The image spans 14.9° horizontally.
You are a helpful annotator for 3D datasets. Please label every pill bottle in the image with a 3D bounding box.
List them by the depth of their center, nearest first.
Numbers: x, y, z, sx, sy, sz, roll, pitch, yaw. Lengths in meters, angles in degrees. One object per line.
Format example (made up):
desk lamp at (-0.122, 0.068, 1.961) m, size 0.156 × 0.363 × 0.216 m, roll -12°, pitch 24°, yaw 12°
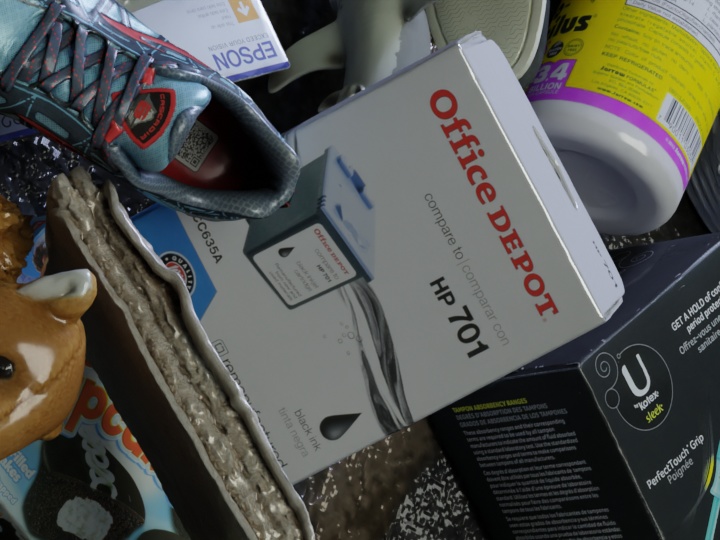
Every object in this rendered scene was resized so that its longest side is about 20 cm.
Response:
pill bottle at (0.156, -0.125, 1.507) m, size 0.104 × 0.104 × 0.200 m, roll 42°, pitch 59°, yaw -29°

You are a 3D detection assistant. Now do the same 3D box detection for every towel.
towel at (-0.078, 0.056, 1.175) m, size 0.034 × 0.133 × 0.200 m, roll -28°, pitch 78°, yaw -14°

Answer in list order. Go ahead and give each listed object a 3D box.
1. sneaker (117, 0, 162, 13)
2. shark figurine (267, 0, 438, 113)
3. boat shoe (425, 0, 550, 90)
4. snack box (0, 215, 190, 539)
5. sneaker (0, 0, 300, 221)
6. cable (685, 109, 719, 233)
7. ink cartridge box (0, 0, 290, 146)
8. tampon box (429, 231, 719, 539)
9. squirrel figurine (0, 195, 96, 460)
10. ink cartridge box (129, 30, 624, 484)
sneaker at (-0.114, -0.157, 1.213) m, size 0.200 × 0.079 × 0.079 m, roll -10°, pitch 124°, yaw -27°
shark figurine at (0.006, -0.070, 1.361) m, size 0.089 × 0.128 × 0.215 m, roll 42°, pitch 59°, yaw -42°
boat shoe at (0.073, -0.164, 1.433) m, size 0.068 × 0.072 × 0.200 m, roll 49°, pitch 28°, yaw -46°
snack box at (-0.127, 0.087, 1.275) m, size 0.200 × 0.037 × 0.116 m, roll 55°, pitch 53°, yaw -21°
sneaker at (-0.102, -0.081, 1.147) m, size 0.200 × 0.095 × 0.079 m, roll 27°, pitch 90°, yaw -35°
cable at (0.269, -0.091, 1.625) m, size 0.200 × 0.069 × 0.200 m, roll 28°, pitch 66°, yaw -36°
ink cartridge box at (-0.151, -0.156, 1.259) m, size 0.196 × 0.043 × 0.200 m, roll -18°, pitch 82°, yaw -42°
tampon box at (0.154, 0.104, 1.458) m, size 0.150 × 0.126 × 0.200 m, roll -37°, pitch 107°, yaw -38°
squirrel figurine at (-0.195, -0.001, 1.132) m, size 0.186 × 0.142 × 0.200 m, roll 16°, pitch 37°, yaw 3°
ink cartridge box at (0.000, 0.000, 1.272) m, size 0.147 × 0.200 × 0.086 m, roll 62°, pitch 15°, yaw 0°
